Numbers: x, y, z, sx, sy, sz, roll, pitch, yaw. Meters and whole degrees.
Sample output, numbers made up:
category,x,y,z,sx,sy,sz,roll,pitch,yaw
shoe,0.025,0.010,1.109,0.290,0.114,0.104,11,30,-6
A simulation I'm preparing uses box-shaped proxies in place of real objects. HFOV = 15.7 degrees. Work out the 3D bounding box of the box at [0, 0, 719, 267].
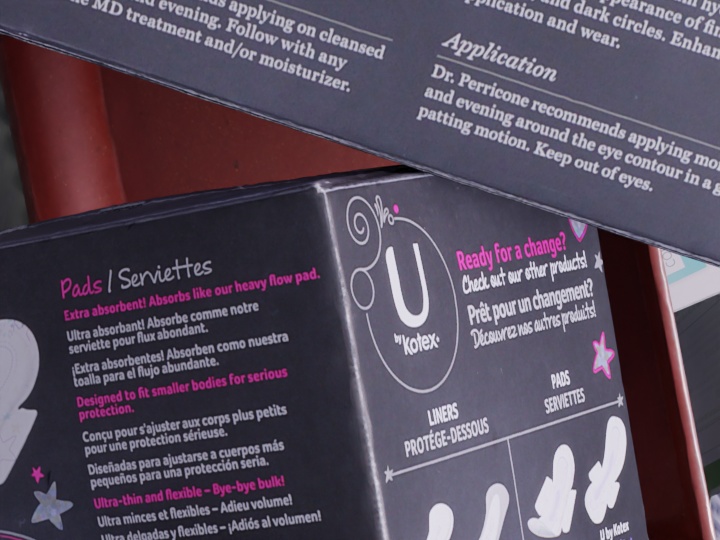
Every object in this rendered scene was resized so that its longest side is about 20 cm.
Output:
category,x,y,z,sx,sy,sz,roll,pitch,yaw
box,0.035,-0.120,0.594,0.104,0.199,0.183,-78,-173,-73

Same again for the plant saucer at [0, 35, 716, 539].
category,x,y,z,sx,sy,sz,roll,pitch,yaw
plant saucer,0.000,0.000,0.735,0.037,0.199,0.201,-14,94,-59

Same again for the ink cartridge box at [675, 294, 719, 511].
category,x,y,z,sx,sy,sz,roll,pitch,yaw
ink cartridge box,0.138,0.013,0.913,0.146,0.048,0.201,103,-20,-81

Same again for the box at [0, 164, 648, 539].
category,x,y,z,sx,sy,sz,roll,pitch,yaw
box,-0.049,0.041,0.646,0.132,0.199,0.115,-11,93,-58

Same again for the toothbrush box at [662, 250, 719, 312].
category,x,y,z,sx,sy,sz,roll,pitch,yaw
toothbrush box,0.045,-0.082,0.863,0.200,0.085,0.147,-97,162,-62
